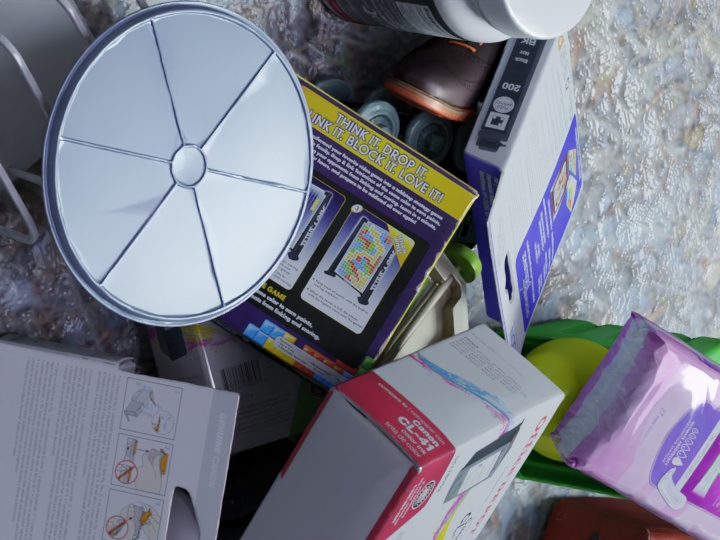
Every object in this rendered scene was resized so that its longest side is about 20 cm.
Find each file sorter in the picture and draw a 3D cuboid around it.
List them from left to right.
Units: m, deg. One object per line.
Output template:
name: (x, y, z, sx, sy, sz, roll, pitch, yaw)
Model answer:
file sorter: (-0.222, -0.104, 1.253, 0.200, 0.124, 0.139, -44, 126, -25)

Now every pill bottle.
pill bottle: (0.064, -0.222, 1.421, 0.113, 0.199, 0.115, -11, 107, -39)

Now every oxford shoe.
oxford shoe: (0.071, -0.159, 1.484, 0.073, 0.071, 0.200, -67, 170, 21)

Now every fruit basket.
fruit basket: (0.185, 0.114, 1.607, 0.215, 0.215, 0.157, -22, 114, -35)

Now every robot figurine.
robot figurine: (-0.093, 0.187, 1.425, 0.199, 0.124, 0.152, -16, 117, -37)

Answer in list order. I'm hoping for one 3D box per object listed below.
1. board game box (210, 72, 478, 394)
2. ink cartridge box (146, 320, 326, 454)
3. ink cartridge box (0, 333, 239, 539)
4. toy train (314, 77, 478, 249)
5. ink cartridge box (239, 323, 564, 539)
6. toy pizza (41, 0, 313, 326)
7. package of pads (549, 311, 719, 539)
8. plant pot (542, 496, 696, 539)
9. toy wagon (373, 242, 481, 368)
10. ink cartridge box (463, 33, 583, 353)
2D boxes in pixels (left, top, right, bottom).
board game box: (-0.049, -0.033, 1.336, 0.199, 0.057, 0.166, 33, 83, -3)
ink cartridge box: (-0.089, 0.021, 1.416, 0.116, 0.067, 0.202, -14, 91, -37)
ink cartridge box: (-0.173, 0.156, 1.336, 0.044, 0.172, 0.202, -22, 123, -80)
toy train: (0.024, -0.075, 1.507, 0.199, 0.085, 0.115, 4, 108, -41)
ink cartridge box: (0.030, 0.131, 1.341, 0.199, 0.086, 0.148, -17, 142, -54)
toy pizza: (-0.114, -0.066, 1.252, 0.199, 0.032, 0.202, -8, 103, -37)
package of pads: (0.250, 0.130, 1.513, 0.199, 0.076, 0.121, 31, 99, -23)
plant pot: (0.246, 0.295, 1.722, 0.175, 0.200, 0.201, 24, 84, -31)
toy wagon: (0.000, 0.000, 1.421, 0.200, 0.039, 0.155, 51, 56, -19)
ink cartridge box: (0.116, -0.055, 1.506, 0.199, 0.043, 0.201, 77, 29, -51)
